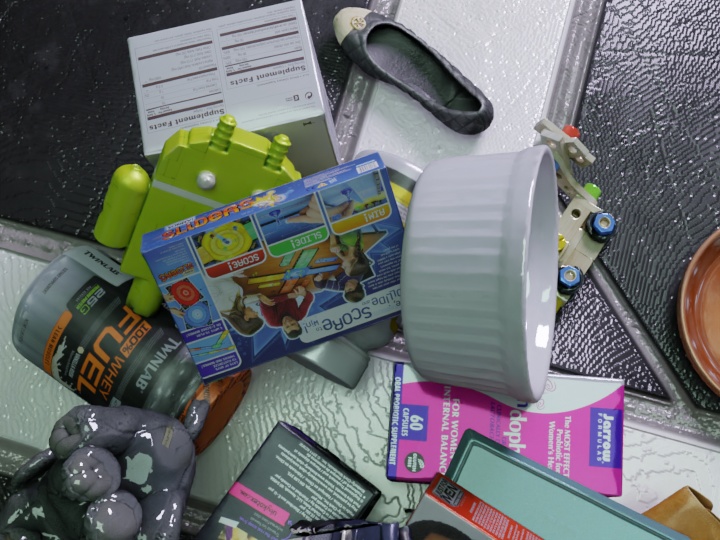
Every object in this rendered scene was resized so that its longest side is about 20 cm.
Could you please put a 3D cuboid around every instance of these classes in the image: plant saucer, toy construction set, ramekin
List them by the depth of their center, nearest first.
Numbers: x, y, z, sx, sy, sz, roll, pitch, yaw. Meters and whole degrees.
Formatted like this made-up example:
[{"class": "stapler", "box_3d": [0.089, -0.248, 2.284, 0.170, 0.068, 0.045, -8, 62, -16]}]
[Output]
[{"class": "ramekin", "box_3d": [0.099, 0.002, 0.745, 0.097, 0.200, 0.202, 2, 76, 18]}, {"class": "plant saucer", "box_3d": [0.161, 0.202, 0.748, 0.199, 0.019, 0.070, 25, 81, 12]}, {"class": "plant saucer", "box_3d": [0.396, 0.043, 0.869, 0.199, 0.032, 0.202, -1, 77, 4]}, {"class": "toy construction set", "box_3d": [0.164, -0.037, 0.881, 0.131, 0.092, 0.201, 33, 91, 11]}]

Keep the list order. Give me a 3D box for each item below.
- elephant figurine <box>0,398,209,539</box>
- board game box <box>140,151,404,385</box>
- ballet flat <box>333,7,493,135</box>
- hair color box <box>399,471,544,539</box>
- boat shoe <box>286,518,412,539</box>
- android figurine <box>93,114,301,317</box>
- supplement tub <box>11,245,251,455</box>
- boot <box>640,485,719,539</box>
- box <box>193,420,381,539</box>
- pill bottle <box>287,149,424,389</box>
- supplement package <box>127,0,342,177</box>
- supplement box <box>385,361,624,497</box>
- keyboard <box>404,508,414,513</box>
[{"class": "elephant figurine", "box_3d": [-0.234, 0.190, 0.744, 0.200, 0.155, 0.142, -33, 51, 31]}, {"class": "board game box", "box_3d": [-0.058, 0.001, 0.754, 0.199, 0.035, 0.136, -19, 120, -1]}, {"class": "ballet flat", "box_3d": [0.055, -0.210, 0.942, 0.200, 0.057, 0.067, 37, 80, 12]}, {"class": "hair color box", "box_3d": [0.116, 0.256, 0.715, 0.199, 0.061, 0.102, 30, 102, 12]}, {"class": "boat shoe", "box_3d": [0.000, 0.272, 0.656, 0.092, 0.075, 0.201, -14, 67, 17]}, {"class": "android figurine", "box_3d": [-0.121, -0.036, 0.773, 0.181, 0.041, 0.201, 20, 119, -19]}, {"class": "supplement tub", "box_3d": [-0.207, 0.076, 0.856, 0.199, 0.123, 0.123, 32, 80, 11]}, {"class": "boot", "box_3d": [0.220, 0.227, 0.779, 0.201, 0.071, 0.144, 34, 107, -11]}, {"class": "box", "box_3d": [-0.080, 0.244, 0.806, 0.106, 0.122, 0.200, 35, 82, 11]}, {"class": "pill bottle", "box_3d": [0.000, 0.000, 0.865, 0.114, 0.114, 0.201, 27, 79, 10]}, {"class": "supplement package", "box_3d": [-0.105, -0.135, 0.861, 0.155, 0.200, 0.112, -13, 74, 1]}, {"class": "supplement box", "box_3d": [0.124, 0.143, 0.828, 0.199, 0.103, 0.102, 4, 76, 3]}, {"class": "keyboard", "box_3d": [0.112, 0.247, 0.845, 0.199, 0.040, 0.105, -12, 99, -1]}]
